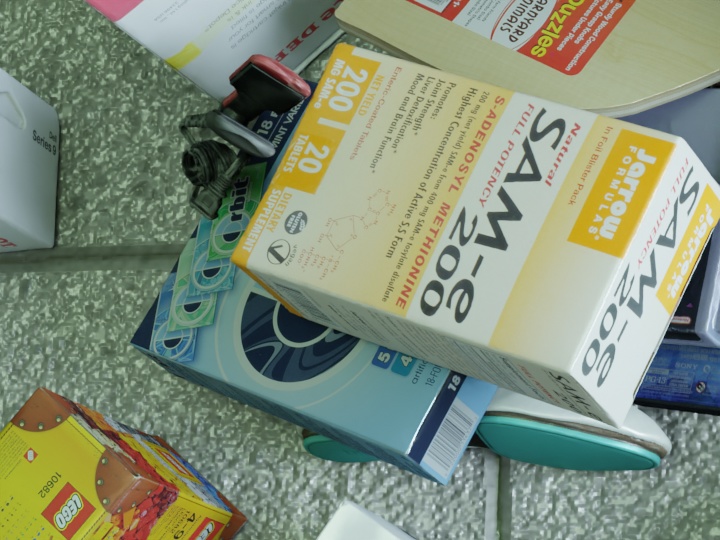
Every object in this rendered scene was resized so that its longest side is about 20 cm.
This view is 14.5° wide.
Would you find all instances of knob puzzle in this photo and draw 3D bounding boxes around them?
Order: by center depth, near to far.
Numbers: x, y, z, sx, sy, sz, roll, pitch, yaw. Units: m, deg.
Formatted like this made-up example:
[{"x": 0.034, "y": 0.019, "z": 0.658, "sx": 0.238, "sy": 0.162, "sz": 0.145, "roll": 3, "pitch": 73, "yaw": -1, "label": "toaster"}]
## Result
[{"x": 0.118, "y": -0.144, "z": 1.438, "sx": 0.220, "sy": 0.030, "sz": 0.220, "roll": -4, "pitch": 55, "yaw": 6, "label": "knob puzzle"}]

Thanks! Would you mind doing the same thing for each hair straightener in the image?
[{"x": -0.075, "y": -0.066, "z": 1.449, "sx": 0.041, "sy": 0.200, "sz": 0.077, "roll": 32, "pitch": 83, "yaw": -13, "label": "hair straightener"}]

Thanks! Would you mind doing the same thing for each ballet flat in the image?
[{"x": 0.062, "y": 0.064, "z": 1.439, "sx": 0.200, "sy": 0.069, "sz": 0.069, "roll": 0, "pitch": 76, "yaw": 23, "label": "ballet flat"}]

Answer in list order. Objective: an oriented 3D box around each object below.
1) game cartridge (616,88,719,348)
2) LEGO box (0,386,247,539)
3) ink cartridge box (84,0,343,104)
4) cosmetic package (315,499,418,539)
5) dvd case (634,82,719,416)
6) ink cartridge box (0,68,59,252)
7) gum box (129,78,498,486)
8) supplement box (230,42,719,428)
[{"x": 0.136, "y": -0.029, "z": 1.416, "sx": 0.200, "sy": 0.038, "sz": 0.130, "roll": 3, "pitch": 73, "yaw": 41, "label": "game cartridge"}, {"x": -0.172, "y": 0.169, "z": 1.446, "sx": 0.077, "sy": 0.149, "sz": 0.200, "roll": 41, "pitch": 93, "yaw": 23, "label": "LEGO box"}, {"x": -0.071, "y": -0.182, "z": 1.472, "sx": 0.145, "sy": 0.200, "sz": 0.083, "roll": -41, "pitch": 64, "yaw": 6, "label": "ink cartridge box"}, {"x": 0.068, "y": 0.191, "z": 1.391, "sx": 0.200, "sy": 0.083, "sz": 0.051, "roll": 34, "pitch": 90, "yaw": 23, "label": "cosmetic package"}, {"x": 0.210, "y": -0.024, "z": 1.386, "sx": 0.143, "sy": 0.018, "sz": 0.200, "roll": 5, "pitch": 79, "yaw": 43, "label": "dvd case"}, {"x": -0.283, "y": -0.059, "z": 1.544, "sx": 0.200, "sy": 0.146, "sz": 0.084, "roll": -6, "pitch": 74, "yaw": 18, "label": "ink cartridge box"}, {"x": 0.000, "y": 0.000, "z": 1.444, "sx": 0.200, "sy": 0.045, "sz": 0.170, "roll": 19, "pitch": 75, "yaw": 39, "label": "gum box"}, {"x": 0.055, "y": -0.020, "z": 1.340, "sx": 0.200, "sy": 0.074, "sz": 0.126, "roll": 17, "pitch": 75, "yaw": 33, "label": "supplement box"}]
